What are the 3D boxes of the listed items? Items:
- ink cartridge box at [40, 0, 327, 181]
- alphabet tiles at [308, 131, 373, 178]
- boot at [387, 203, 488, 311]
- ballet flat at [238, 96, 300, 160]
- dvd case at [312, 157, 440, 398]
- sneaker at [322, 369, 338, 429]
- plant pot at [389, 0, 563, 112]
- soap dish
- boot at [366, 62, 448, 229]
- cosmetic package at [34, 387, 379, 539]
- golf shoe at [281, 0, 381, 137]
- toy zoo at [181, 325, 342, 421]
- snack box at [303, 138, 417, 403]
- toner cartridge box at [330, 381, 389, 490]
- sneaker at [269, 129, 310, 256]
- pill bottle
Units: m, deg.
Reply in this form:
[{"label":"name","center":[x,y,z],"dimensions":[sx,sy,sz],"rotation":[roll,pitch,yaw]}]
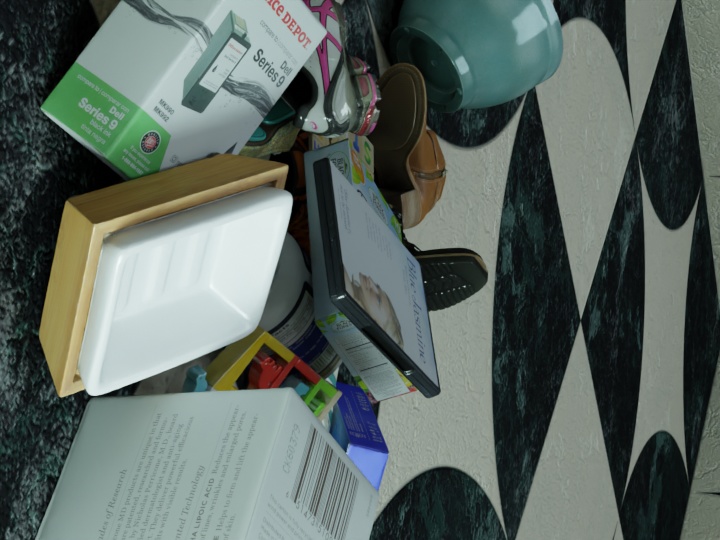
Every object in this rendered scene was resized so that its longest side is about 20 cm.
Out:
[{"label":"ink cartridge box","center":[-0.135,-0.160,1.333],"dimensions":[0.201,0.084,0.146],"rotation":[-54,152,-3]},{"label":"alphabet tiles","center":[-0.018,-0.100,1.684],"dimensions":[0.166,0.006,0.202],"rotation":[46,39,-59]},{"label":"boot","center":[0.046,-0.028,1.773],"dimensions":[0.078,0.198,0.139],"rotation":[54,38,-40]},{"label":"ballet flat","center":[-0.111,-0.118,1.546],"dimensions":[0.200,0.070,0.071],"rotation":[-31,120,-63]},{"label":"dvd case","center":[0.016,0.009,1.474],"dimensions":[0.200,0.017,0.144],"rotation":[47,28,-51]},{"label":"sneaker","center":[-0.051,0.121,1.640],"dimensions":[0.093,0.070,0.202],"rotation":[-147,-116,-76]},{"label":"plant pot","center":[0.118,-0.269,1.964],"dimensions":[0.134,0.199,0.201],"rotation":[-40,134,-26]},{"label":"soap dish","center":[-0.153,-0.003,1.303],"dimensions":[0.199,0.081,0.158],"rotation":[-21,138,-44]},{"label":"boot","center":[0.060,-0.150,1.955],"dimensions":[0.155,0.073,0.202],"rotation":[-33,134,-63]},{"label":"cosmetic package","center":[-0.120,0.206,1.330],"dimensions":[0.165,0.198,0.166],"rotation":[53,42,-42]},{"label":"golf shoe","center":[-0.054,-0.210,1.594],"dimensions":[0.201,0.091,0.073],"rotation":[63,-37,34]},{"label":"toy zoo","center":[-0.099,0.124,1.492],"dimensions":[0.132,0.020,0.200],"rotation":[-53,148,-5]},{"label":"snack box","center":[0.000,0.000,1.564],"dimensions":[0.143,0.052,0.201],"rotation":[59,20,-48]},{"label":"toner cartridge box","center":[-0.016,0.186,1.678],"dimensions":[0.200,0.043,0.096],"rotation":[-118,-136,-75]},{"label":"sneaker","center":[-0.064,-0.037,1.667],"dimensions":[0.112,0.077,0.202],"rotation":[-13,93,-63]},{"label":"pill bottle","center":[-0.090,0.024,1.533],"dimensions":[0.200,0.115,0.117],"rotation":[53,44,-58]}]
